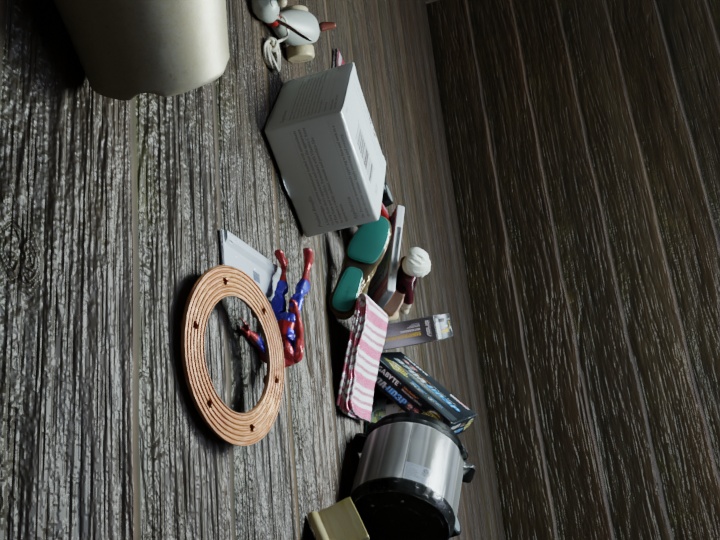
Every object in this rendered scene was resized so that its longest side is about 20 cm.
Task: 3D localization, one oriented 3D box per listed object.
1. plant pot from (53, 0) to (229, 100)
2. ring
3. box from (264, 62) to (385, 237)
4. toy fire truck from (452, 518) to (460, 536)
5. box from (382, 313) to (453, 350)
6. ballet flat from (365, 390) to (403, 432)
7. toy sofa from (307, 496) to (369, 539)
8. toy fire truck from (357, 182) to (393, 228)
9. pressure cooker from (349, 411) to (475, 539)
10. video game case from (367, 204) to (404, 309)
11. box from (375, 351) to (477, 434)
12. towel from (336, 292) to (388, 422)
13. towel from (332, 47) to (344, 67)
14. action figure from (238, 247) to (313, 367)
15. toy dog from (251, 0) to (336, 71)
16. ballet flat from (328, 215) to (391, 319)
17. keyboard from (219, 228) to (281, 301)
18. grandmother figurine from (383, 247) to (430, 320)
[{"bbox_3d":[-0.196,-0.260,0.726,0.201,0.198,0.185,-79,166,-56],"label":"plant pot"},{"bbox_3d":[-0.142,0.094,0.923,0.200,0.019,0.203,-10,90,-67],"label":"ring"},{"bbox_3d":[-0.050,-0.197,1.338,0.201,0.129,0.200,-82,157,-55],"label":"box"},{"bbox_3d":[0.106,0.389,1.510,0.176,0.128,0.202,37,32,-57],"label":"toy fire truck"},{"bbox_3d":[0.086,0.122,1.587,0.200,0.157,0.049,10,68,-76],"label":"box"},{"bbox_3d":[0.059,0.264,1.546,0.200,0.070,0.070,-52,126,-72],"label":"ballet flat"},{"bbox_3d":[-0.019,0.420,1.129,0.083,0.097,0.201,-126,-165,-59],"label":"toy sofa"},{"bbox_3d":[-0.001,-0.083,1.524,0.176,0.128,0.202,52,20,-61],"label":"toy fire truck"},{"bbox_3d":[0.082,0.329,1.331,0.176,0.178,0.201,49,34,-24],"label":"pressure cooker"},{"bbox_3d":[0.045,-0.008,1.598,0.143,0.017,0.202,121,-18,-53],"label":"video game case"},{"bbox_3d":[0.110,0.231,1.542,0.200,0.046,0.159,39,11,22],"label":"box"},{"bbox_3d":[0.010,0.152,1.412,0.146,0.030,0.202,45,54,-67],"label":"towel"},{"bbox_3d":[-0.022,-0.369,1.816,0.201,0.023,0.145,64,19,-46],"label":"towel"},{"bbox_3d":[-0.104,0.043,1.062,0.099,0.065,0.202,70,19,-52],"label":"action figure"},{"bbox_3d":[-0.102,-0.412,1.365,0.200,0.095,0.133,-64,140,-68],"label":"toy dog"},{"bbox_3d":[0.000,0.000,1.443,0.072,0.067,0.202,86,23,-67],"label":"ballet flat"},{"bbox_3d":[-0.139,0.001,1.085,0.200,0.011,0.057,43,44,-67],"label":"keyboard"},{"bbox_3d":[0.080,0.025,1.556,0.200,0.060,0.122,117,-34,-54],"label":"grandmother figurine"}]
